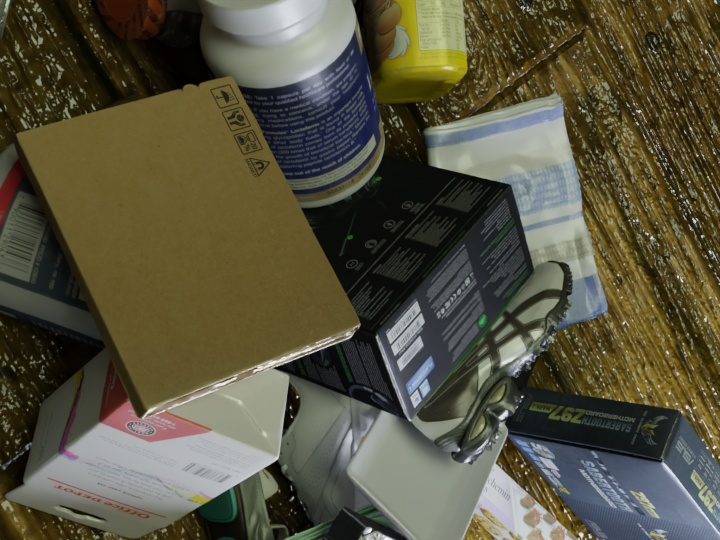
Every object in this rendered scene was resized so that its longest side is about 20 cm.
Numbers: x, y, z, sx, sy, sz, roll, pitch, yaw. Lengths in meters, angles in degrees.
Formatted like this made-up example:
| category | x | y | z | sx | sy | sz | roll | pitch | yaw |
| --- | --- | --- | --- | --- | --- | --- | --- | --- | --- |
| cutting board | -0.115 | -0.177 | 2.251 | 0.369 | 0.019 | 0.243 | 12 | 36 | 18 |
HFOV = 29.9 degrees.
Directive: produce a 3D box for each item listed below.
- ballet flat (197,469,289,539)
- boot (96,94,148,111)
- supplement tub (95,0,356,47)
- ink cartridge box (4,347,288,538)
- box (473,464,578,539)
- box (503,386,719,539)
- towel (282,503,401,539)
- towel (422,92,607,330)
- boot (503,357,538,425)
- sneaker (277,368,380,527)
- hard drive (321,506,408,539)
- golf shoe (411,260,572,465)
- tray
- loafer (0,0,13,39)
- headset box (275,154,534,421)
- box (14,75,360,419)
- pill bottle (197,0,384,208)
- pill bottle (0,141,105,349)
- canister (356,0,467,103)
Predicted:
| category | x | y | z | sx | sy | sz | roll | pitch | yaw |
| --- | --- | --- | --- | --- | --- | --- | --- | --- | --- |
| ballet flat | -0.088 | 0.190 | 1.033 | 0.063 | 0.067 | 0.201 | -18 | 99 | -41 |
| boot | -0.120 | -0.069 | 1.004 | 0.199 | 0.074 | 0.075 | 34 | 51 | 15 |
| supplement tub | -0.103 | -0.243 | 1.053 | 0.199 | 0.122 | 0.123 | -19 | 93 | -34 |
| ink cartridge box | -0.153 | 0.116 | 0.934 | 0.116 | 0.200 | 0.068 | 26 | 50 | -27 |
| box | 0.122 | 0.205 | 1.179 | 0.200 | 0.041 | 0.039 | 44 | 62 | -21 |
| box | 0.235 | 0.180 | 1.157 | 0.200 | 0.157 | 0.051 | 48 | 59 | -39 |
| towel | -0.027 | 0.281 | 1.029 | 0.152 | 0.023 | 0.201 | -17 | 120 | -32 |
| towel | 0.133 | -0.040 | 1.144 | 0.146 | 0.024 | 0.201 | -15 | 95 | -27 |
| boot | 0.088 | 0.035 | 1.165 | 0.203 | 0.073 | 0.155 | 33 | 69 | -23 |
| sneaker | -0.032 | 0.162 | 1.078 | 0.091 | 0.076 | 0.202 | 3 | 90 | -4 |
| hard drive | -0.013 | 0.288 | 1.005 | 0.140 | 0.038 | 0.201 | 35 | 86 | -42 |
| golf shoe | 0.100 | 0.053 | 1.073 | 0.094 | 0.078 | 0.200 | 32 | 56 | 4 |
| tray | 0.052 | 0.143 | 1.053 | 0.107 | 0.022 | 0.200 | 45 | 32 | -5 |
| loafer | -0.239 | -0.256 | 0.997 | 0.069 | 0.070 | 0.201 | 20 | 71 | -20 |
| headset box | 0.000 | 0.000 | 1.040 | 0.174 | 0.199 | 0.093 | -47 | 135 | -30 |
| box | -0.111 | -0.022 | 0.873 | 0.163 | 0.021 | 0.201 | -20 | 75 | -30 |
| pill bottle | -0.052 | -0.149 | 0.991 | 0.116 | 0.115 | 0.201 | -56 | 151 | -26 |
| pill bottle | -0.162 | -0.003 | 0.934 | 0.199 | 0.120 | 0.120 | 20 | 70 | 1 |
| canister | 0.037 | -0.252 | 1.132 | 0.086 | 0.149 | 0.202 | -4 | 86 | -8 |
